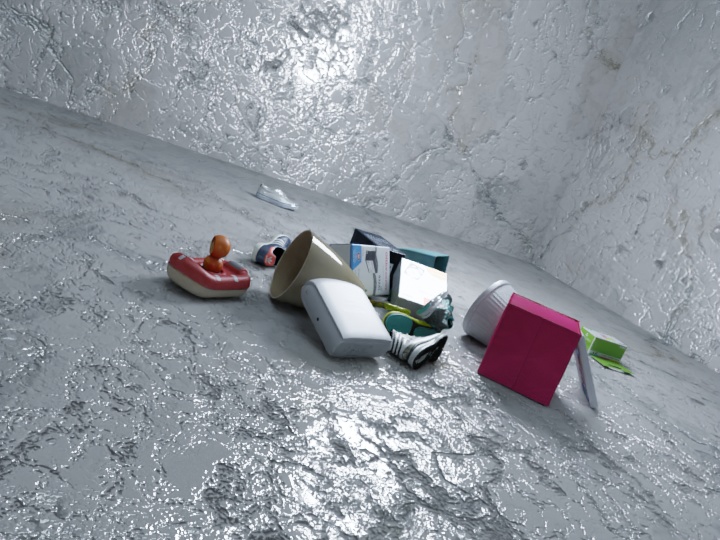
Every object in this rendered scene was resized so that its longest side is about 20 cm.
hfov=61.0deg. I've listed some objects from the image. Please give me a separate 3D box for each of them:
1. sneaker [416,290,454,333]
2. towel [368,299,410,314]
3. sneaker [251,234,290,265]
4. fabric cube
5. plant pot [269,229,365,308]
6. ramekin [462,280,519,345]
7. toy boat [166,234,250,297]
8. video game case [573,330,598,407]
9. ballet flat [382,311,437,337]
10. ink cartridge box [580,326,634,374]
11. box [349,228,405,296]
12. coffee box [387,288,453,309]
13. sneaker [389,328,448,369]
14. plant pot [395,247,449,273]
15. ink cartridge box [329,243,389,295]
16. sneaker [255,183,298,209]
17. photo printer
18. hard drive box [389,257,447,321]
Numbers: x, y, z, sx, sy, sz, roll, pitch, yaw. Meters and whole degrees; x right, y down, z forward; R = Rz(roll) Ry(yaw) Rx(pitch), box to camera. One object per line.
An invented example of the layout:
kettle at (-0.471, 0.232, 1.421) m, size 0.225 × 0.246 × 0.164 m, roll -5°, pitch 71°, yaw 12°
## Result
sneaker at (0.214, 0.117, 1.631) m, size 0.091 × 0.078 × 0.200 m, roll 51°, pitch 25°, yaw 7°
towel at (0.046, 0.095, 1.651) m, size 0.086 × 0.018 × 0.200 m, roll 20°, pitch -7°, yaw -31°
sneaker at (-0.240, -0.051, 1.799) m, size 0.084 × 0.075 × 0.200 m, roll 23°, pitch 23°, yaw 14°
fabric cube at (0.442, 0.197, 1.589) m, size 0.199 × 0.201 × 0.196 m, roll 25°, pitch 12°, yaw 15°
plant pot at (-0.092, 0.029, 1.518) m, size 0.199 × 0.188 × 0.187 m, roll 30°, pitch 8°, yaw -24°
ramekin at (0.405, 0.136, 1.816) m, size 0.094 × 0.203 × 0.202 m, roll 43°, pitch 23°, yaw 31°
toy boat at (-0.331, -0.017, 1.368) m, size 0.130 × 0.132 × 0.200 m, roll 28°, pitch 14°, yaw 30°
video game case at (0.617, 0.254, 1.698) m, size 0.024 × 0.202 × 0.182 m, roll -12°, pitch 7°, yaw 13°
ballet flat at (0.121, 0.148, 1.587) m, size 0.199 × 0.067 × 0.067 m, roll 21°, pitch 4°, yaw -34°
ink cartridge box at (0.902, 0.291, 2.225) m, size 0.147 × 0.076 × 0.200 m, roll 18°, pitch 12°, yaw -16°
box at (0.036, -0.028, 1.968) m, size 0.106 × 0.149 × 0.200 m, roll 15°, pitch 15°, yaw -29°
coffee box at (0.189, 0.103, 1.914) m, size 0.199 × 0.044 × 0.123 m, roll 24°, pitch 14°, yaw 11°
sneaker at (0.132, 0.169, 1.479) m, size 0.115 × 0.076 × 0.200 m, roll 29°, pitch 17°, yaw 25°
plant pot at (0.190, -0.013, 2.194) m, size 0.199 × 0.142 × 0.141 m, roll 19°, pitch 11°, yaw 27°
ink cartridge box at (0.000, 0.000, 1.759) m, size 0.083 × 0.146 × 0.199 m, roll 0°, pitch -1°, yaw 34°
sneaker at (-0.365, -0.329, 2.728) m, size 0.199 × 0.071 × 0.073 m, roll 19°, pitch 13°, yaw -9°
photo printer at (-0.037, 0.100, 1.367) m, size 0.166 × 0.070 × 0.201 m, roll 10°, pitch 38°, yaw -43°
hard drive box at (0.174, 0.069, 1.806) m, size 0.155 × 0.077 × 0.201 m, roll 19°, pitch 35°, yaw -7°
